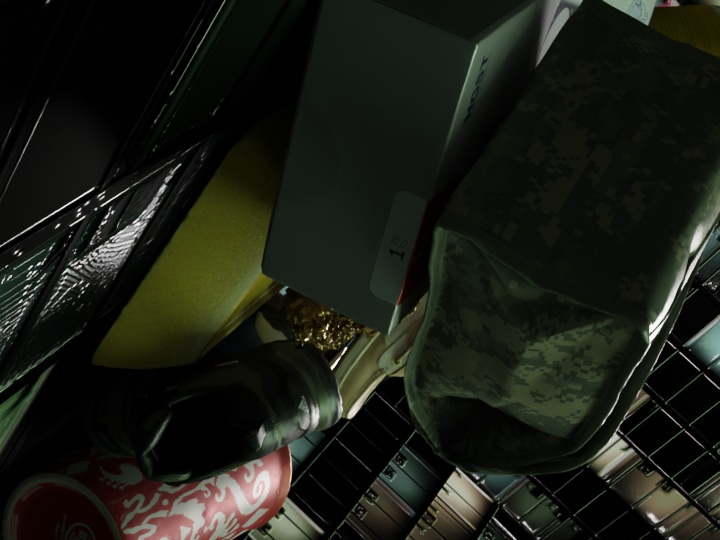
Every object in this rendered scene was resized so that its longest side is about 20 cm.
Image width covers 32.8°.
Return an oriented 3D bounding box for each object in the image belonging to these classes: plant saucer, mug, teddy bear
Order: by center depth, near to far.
[{"bbox_3d":[-0.050,-0.030,0.732,0.200,0.048,0.200,-50,176,36],"label":"plant saucer"},{"bbox_3d":[0.000,0.000,0.823,0.145,0.067,0.200,-51,-171,-9],"label":"teddy bear"},{"bbox_3d":[-0.150,0.187,0.907,0.133,0.178,0.200,-16,-177,28],"label":"mug"}]

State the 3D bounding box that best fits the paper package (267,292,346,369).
[{"bbox_3d":[-0.131,0.140,1.179,0.191,0.103,0.200,-44,174,-42],"label":"paper package"}]

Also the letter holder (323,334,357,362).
[{"bbox_3d":[-0.043,0.028,1.045,0.142,0.101,0.200,-47,177,22],"label":"letter holder"}]

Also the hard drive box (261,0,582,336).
[{"bbox_3d":[0.041,-0.086,0.627,0.200,0.077,0.156,-43,154,-53],"label":"hard drive box"}]

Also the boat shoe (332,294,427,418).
[{"bbox_3d":[0.044,0.046,0.900,0.200,0.069,0.074,-53,175,25],"label":"boat shoe"}]

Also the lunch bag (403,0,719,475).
[{"bbox_3d":[0.103,0.001,0.611,0.164,0.117,0.200,-55,166,-30],"label":"lunch bag"}]

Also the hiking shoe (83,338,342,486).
[{"bbox_3d":[-0.113,0.085,0.734,0.199,0.076,0.101,-13,-173,37],"label":"hiking shoe"}]

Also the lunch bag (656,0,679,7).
[{"bbox_3d":[0.202,-0.206,1.069,0.176,0.082,0.200,-47,-157,7],"label":"lunch bag"}]

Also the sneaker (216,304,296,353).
[{"bbox_3d":[-0.101,0.077,0.829,0.077,0.076,0.200,-25,179,-35],"label":"sneaker"}]

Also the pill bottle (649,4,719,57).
[{"bbox_3d":[0.227,-0.143,0.927,0.199,0.113,0.112,-4,170,-6],"label":"pill bottle"}]

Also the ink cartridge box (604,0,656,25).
[{"bbox_3d":[0.118,-0.126,0.744,0.044,0.094,0.201,0,117,-31],"label":"ink cartridge box"}]
